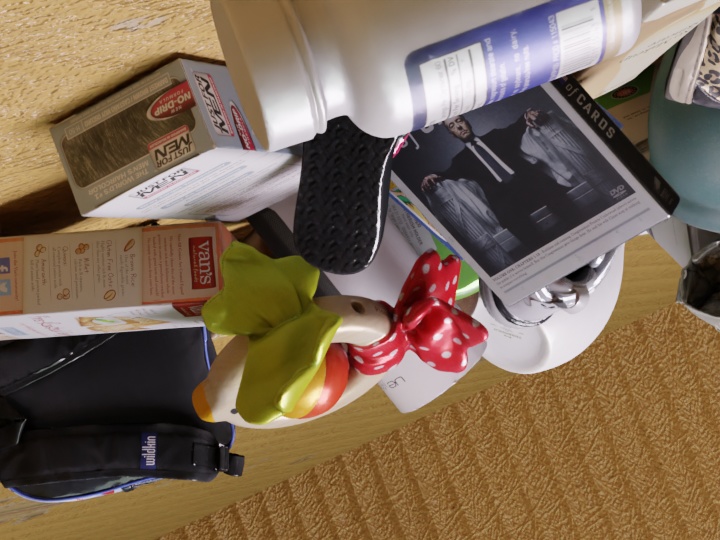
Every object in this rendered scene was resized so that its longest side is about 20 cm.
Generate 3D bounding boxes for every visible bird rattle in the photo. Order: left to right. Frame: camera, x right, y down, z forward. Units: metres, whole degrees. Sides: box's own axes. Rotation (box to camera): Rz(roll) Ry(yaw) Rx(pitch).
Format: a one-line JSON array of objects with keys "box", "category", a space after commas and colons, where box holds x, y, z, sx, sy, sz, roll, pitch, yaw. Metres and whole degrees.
[{"box": [-0.024, 0.046, 1.414, 0.200, 0.113, 0.163, -7, 152, -45], "category": "bird rattle"}]

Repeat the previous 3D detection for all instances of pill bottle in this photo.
[{"box": [0.030, -0.136, 1.104, 0.199, 0.120, 0.120, -20, 170, -8], "category": "pill bottle"}]

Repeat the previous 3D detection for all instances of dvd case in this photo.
[{"box": [0.077, -0.081, 1.320, 0.150, 0.200, 0.025, -32, -163, 45], "category": "dvd case"}]

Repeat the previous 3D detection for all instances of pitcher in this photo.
[{"box": [0.140, -0.017, 1.782, 0.200, 0.171, 0.122, -52, 148, -39], "category": "pitcher"}]

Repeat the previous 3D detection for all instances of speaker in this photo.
[{"box": [0.000, 0.000, 1.505, 0.081, 0.200, 0.081, -37, -170, 7], "category": "speaker"}]

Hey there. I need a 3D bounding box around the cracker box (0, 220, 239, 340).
[{"box": [-0.180, 0.010, 1.458, 0.199, 0.058, 0.134, -5, 172, 4], "category": "cracker box"}]

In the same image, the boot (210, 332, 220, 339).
[{"box": [-0.118, 0.023, 1.809, 0.199, 0.072, 0.155, -15, 178, 0], "category": "boot"}]

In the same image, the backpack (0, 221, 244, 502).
[{"box": [-0.206, 0.082, 1.650, 0.190, 0.201, 0.154, -16, -177, -12], "category": "backpack"}]

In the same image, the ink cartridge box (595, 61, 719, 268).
[{"box": [0.274, -0.089, 1.685, 0.145, 0.084, 0.200, -20, -147, -10], "category": "ink cartridge box"}]

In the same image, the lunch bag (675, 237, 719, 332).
[{"box": [0.342, 0.020, 1.573, 0.199, 0.118, 0.164, -1, 164, 26], "category": "lunch bag"}]

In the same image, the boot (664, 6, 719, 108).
[{"box": [0.287, -0.156, 1.377, 0.200, 0.150, 0.073, 107, 8, -50], "category": "boot"}]

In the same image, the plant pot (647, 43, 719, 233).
[{"box": [0.293, -0.134, 1.536, 0.199, 0.135, 0.201, -11, -150, 7], "category": "plant pot"}]

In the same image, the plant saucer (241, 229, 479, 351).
[{"box": [-0.006, -0.004, 1.683, 0.200, 0.200, 0.037, -17, 132, -25], "category": "plant saucer"}]

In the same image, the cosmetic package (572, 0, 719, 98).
[{"box": [0.161, -0.168, 1.331, 0.105, 0.071, 0.200, -25, 173, -24], "category": "cosmetic package"}]

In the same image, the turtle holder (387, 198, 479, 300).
[{"box": [0.063, -0.064, 1.600, 0.186, 0.141, 0.132, -54, -174, 7], "category": "turtle holder"}]

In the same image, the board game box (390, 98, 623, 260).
[{"box": [0.066, -0.091, 1.397, 0.034, 0.135, 0.200, -52, -174, -28], "category": "board game box"}]

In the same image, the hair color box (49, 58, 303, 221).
[{"box": [-0.092, -0.077, 1.338, 0.099, 0.061, 0.200, -26, 171, 22], "category": "hair color box"}]

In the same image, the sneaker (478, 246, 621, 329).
[{"box": [0.135, -0.061, 1.489, 0.075, 0.201, 0.115, 6, 175, -21], "category": "sneaker"}]

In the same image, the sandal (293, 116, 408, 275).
[{"box": [-0.002, -0.089, 1.307, 0.045, 0.075, 0.201, -62, 168, -53], "category": "sandal"}]
